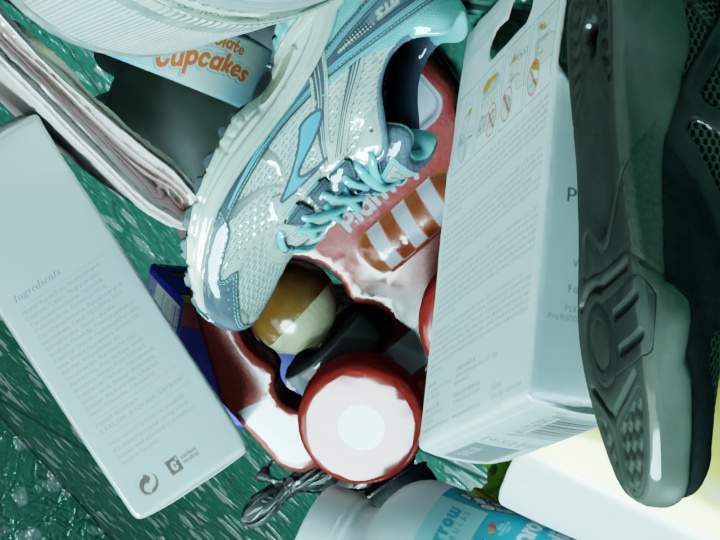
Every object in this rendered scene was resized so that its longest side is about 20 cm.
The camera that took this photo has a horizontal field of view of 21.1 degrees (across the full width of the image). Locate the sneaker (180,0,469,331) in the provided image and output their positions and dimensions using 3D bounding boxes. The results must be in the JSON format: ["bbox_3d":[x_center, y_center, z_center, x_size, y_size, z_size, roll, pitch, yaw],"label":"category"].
[{"bbox_3d":[-0.016,-0.055,0.905,0.086,0.201,0.078,28,-167,17],"label":"sneaker"}]

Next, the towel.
[{"bbox_3d":[-0.180,-0.110,0.987,0.191,0.032,0.200,47,173,-35],"label":"towel"}]

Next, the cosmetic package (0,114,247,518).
[{"bbox_3d":[-0.144,0.020,0.991,0.201,0.074,0.102,60,170,-11],"label":"cosmetic package"}]

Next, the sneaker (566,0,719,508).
[{"bbox_3d":[0.136,-0.015,0.699,0.113,0.201,0.076,3,167,-12],"label":"sneaker"}]

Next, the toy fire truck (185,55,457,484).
[{"bbox_3d":[0.000,0.000,0.992,0.168,0.200,0.112,49,-164,-8],"label":"toy fire truck"}]

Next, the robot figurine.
[{"bbox_3d":[-0.065,-0.072,1.082,0.199,0.113,0.171,35,135,28],"label":"robot figurine"}]

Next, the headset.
[{"bbox_3d":[0.010,0.154,1.110,0.200,0.094,0.124,49,-170,-52],"label":"headset"}]

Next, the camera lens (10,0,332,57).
[{"bbox_3d":[-0.069,-0.173,0.777,0.160,0.160,0.200,49,162,-17],"label":"camera lens"}]

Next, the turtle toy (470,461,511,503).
[{"bbox_3d":[0.124,0.107,1.072,0.199,0.146,0.101,33,-178,32],"label":"turtle toy"}]

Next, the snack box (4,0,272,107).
[{"bbox_3d":[-0.140,-0.144,0.997,0.116,0.037,0.200,19,-169,-36],"label":"snack box"}]

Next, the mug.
[{"bbox_3d":[0.163,0.080,0.885,0.153,0.150,0.187,31,176,11],"label":"mug"}]

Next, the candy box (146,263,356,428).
[{"bbox_3d":[-0.042,0.047,1.166,0.168,0.078,0.200,6,-175,-12],"label":"candy box"}]

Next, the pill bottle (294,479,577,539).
[{"bbox_3d":[0.064,0.173,0.957,0.199,0.111,0.111,19,155,18],"label":"pill bottle"}]

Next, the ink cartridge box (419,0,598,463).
[{"bbox_3d":[0.075,-0.027,0.819,0.050,0.202,0.162,12,166,-11],"label":"ink cartridge box"}]
